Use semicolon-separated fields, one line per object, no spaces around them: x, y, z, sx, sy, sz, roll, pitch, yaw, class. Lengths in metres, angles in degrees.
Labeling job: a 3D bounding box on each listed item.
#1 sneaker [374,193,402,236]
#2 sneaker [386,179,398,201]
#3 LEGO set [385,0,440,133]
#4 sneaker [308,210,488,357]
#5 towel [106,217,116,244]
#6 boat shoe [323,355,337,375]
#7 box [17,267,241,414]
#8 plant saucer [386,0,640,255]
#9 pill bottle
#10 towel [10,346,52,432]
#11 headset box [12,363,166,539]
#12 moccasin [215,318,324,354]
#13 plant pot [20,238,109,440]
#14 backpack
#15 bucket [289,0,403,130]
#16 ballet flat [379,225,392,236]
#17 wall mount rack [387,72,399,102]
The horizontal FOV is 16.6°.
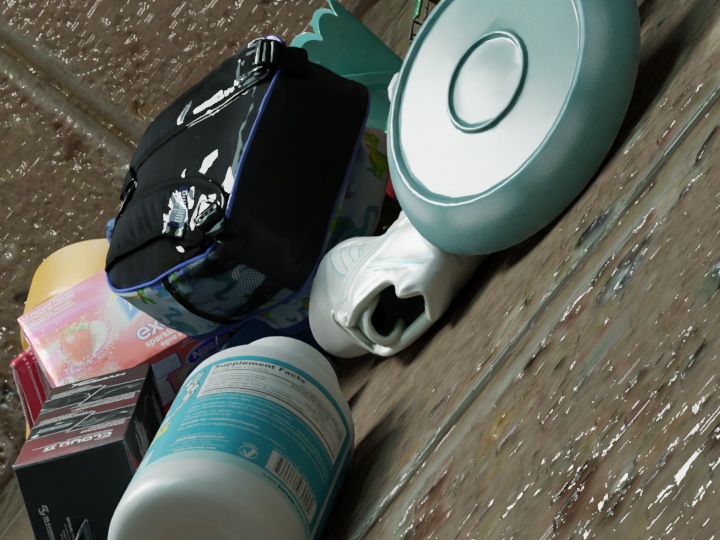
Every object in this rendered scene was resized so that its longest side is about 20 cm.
0.004;-0.072;1.921;0.200;0.070;0.076;142;135;-69;sneaker
0.059;-0.089;1.720;0.200;0.078;0.116;-48;7;44;sneaker
0.106;-0.150;1.604;0.154;0.115;0.201;-47;25;41;LEGO set
0.010;0.018;1.554;0.080;0.070;0.200;-60;10;-31;sneaker
-0.104;-0.033;2.058;0.199;0.112;0.049;-23;-28;-24;towel
-0.080;0.109;1.670;0.200;0.075;0.062;-42;15;52;boat shoe
-0.140;0.043;1.845;0.199;0.095;0.103;-30;-33;-7;box
0.081;-0.108;1.454;0.200;0.027;0.201;-26;53;40;plant saucer
-0.066;0.115;1.408;0.111;0.111;0.200;-49;8;29;pill bottle
-0.180;0.060;1.950;0.200;0.022;0.145;-34;-31;-19;towel
-0.156;0.161;1.575;0.077;0.150;0.200;-14;13;5;headset box
-0.098;0.103;1.790;0.200;0.080;0.068;-54;7;-12;moccasin
-0.202;0.105;2.094;0.200;0.199;0.184;-45;26;48;plant pot
-0.080;-0.041;1.721;0.200;0.147;0.184;-24;43;51;backpack
-0.031;-0.138;2.291;0.207;0.135;0.207;-52;8;11;bucket
0.000;0.000;1.744;0.067;0.057;0.200;-55;8;-18;ballet flat
0.103;-0.204;1.994;0.174;0.074;0.200;-55;8;-19;wall mount rack
